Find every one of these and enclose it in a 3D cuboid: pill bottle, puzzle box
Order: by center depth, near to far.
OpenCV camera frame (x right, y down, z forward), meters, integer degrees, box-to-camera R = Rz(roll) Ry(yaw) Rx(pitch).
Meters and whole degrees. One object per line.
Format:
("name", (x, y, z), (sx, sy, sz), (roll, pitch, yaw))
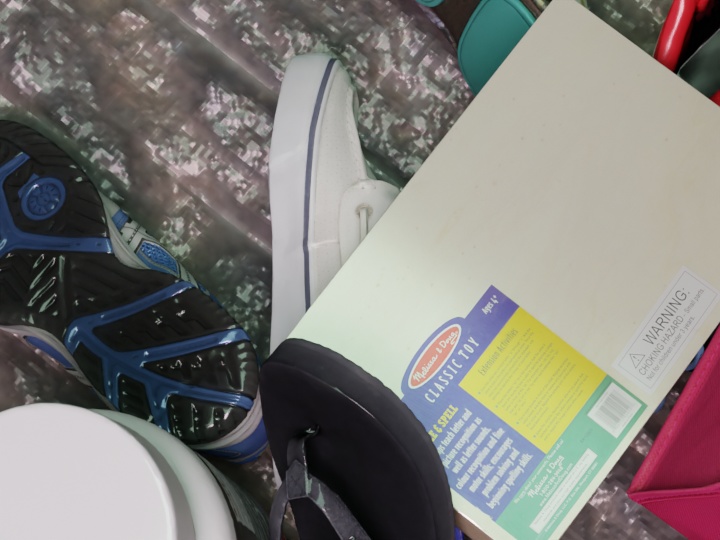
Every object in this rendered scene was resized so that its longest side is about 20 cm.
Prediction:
("pill bottle", (-0.093, 0.115, 0.984), (0.113, 0.200, 0.115), (-2, 77, 9))
("puzzle box", (0.072, 0.004, 1.040), (0.133, 0.025, 0.200), (37, 75, 6))

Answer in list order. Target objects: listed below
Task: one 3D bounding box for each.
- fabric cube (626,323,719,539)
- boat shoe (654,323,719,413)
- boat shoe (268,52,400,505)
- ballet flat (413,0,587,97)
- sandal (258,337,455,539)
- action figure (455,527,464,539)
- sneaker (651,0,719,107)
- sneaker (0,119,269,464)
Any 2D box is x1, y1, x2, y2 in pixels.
("fabric cube", (0.262, 0.058, 1.007), (0.199, 0.200, 0.197), (38, 73, -14))
("boat shoe", (0.142, 0.011, 1.102), (0.199, 0.084, 0.069), (-22, 79, -8))
("boat shoe", (0.000, 0.000, 1.086), (0.069, 0.071, 0.201), (-4, 61, 6))
("ballet flat", (0.059, -0.123, 1.147), (0.072, 0.072, 0.201), (-39, 80, -14))
("sandal", (0.000, 0.118, 1.009), (0.076, 0.201, 0.043), (11, 36, 37))
("action figure", (0.066, 0.153, 1.070), (0.065, 0.099, 0.201), (-19, 53, -6))
("sneaker", (0.185, -0.120, 1.125), (0.078, 0.116, 0.201), (32, 75, 5))
("sneaker", (-0.110, 0.014, 1.093), (0.076, 0.077, 0.200), (-44, 62, -3))
